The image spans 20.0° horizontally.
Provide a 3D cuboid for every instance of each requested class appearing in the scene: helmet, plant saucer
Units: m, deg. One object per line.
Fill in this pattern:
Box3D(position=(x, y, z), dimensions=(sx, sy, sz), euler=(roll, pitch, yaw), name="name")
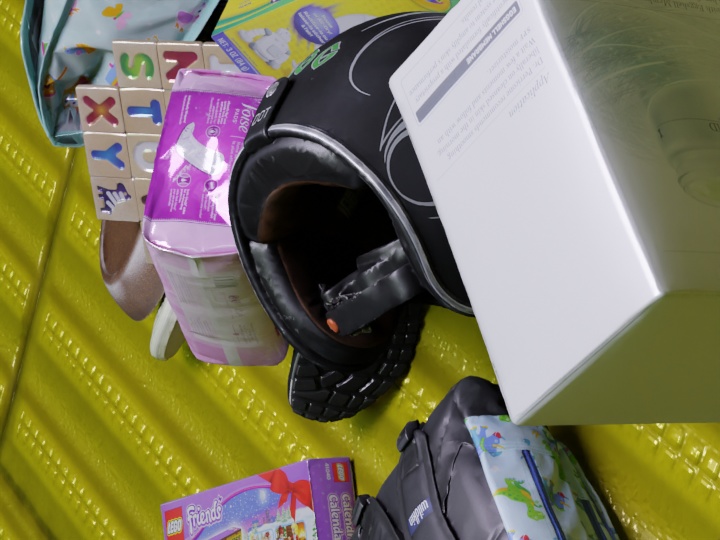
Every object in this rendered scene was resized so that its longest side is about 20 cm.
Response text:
Box3D(position=(0.040, -0.047, 1.149), dimensions=(0.199, 0.190, 0.201), euler=(25, 132, 32), name="helmet")
Box3D(position=(-0.156, -0.064, 1.512), dimensions=(0.200, 0.032, 0.202), euler=(-167, 90, -70), name="plant saucer")

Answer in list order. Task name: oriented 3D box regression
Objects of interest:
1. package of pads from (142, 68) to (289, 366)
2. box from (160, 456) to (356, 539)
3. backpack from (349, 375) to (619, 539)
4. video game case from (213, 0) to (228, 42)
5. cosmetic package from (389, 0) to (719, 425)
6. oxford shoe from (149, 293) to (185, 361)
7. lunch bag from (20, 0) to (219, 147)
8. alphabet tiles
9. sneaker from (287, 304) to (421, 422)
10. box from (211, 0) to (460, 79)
Box3D(position=(-0.079, -0.027, 1.269), dimensions=(0.200, 0.075, 0.122), euler=(78, -160, -67), name="package of pads")
Box3D(position=(-0.069, 0.215, 1.427), dimensions=(0.199, 0.039, 0.138), euler=(-22, 71, 52), name="box")
Box3D(position=(0.085, 0.190, 1.147), dimensions=(0.164, 0.153, 0.201), euler=(-59, 24, 26), name="backpack")
Box3D(position=(-0.086, -0.192, 1.437), dimensions=(0.143, 0.018, 0.202), euler=(-139, 55, -78), name="video game case")
Box3D(position=(0.149, -0.039, 1.003), dimensions=(0.123, 0.198, 0.201), euler=(-45, 54, 43), name="cosmetic package")
Box3D(position=(-0.105, -0.002, 1.473), dimensions=(0.076, 0.057, 0.201), euler=(-81, 15, -49), name="oxford shoe")
Box3D(position=(-0.183, -0.209, 1.507), dimensions=(0.200, 0.121, 0.171), euler=(-53, 28, 37), name="lunch bag")
Box3D(position=(-0.096, -0.075, 1.380), dimensions=(0.198, 0.006, 0.168), euler=(4, 118, 19), name="alphabet tiles")
Box3D(position=(0.000, 0.000, 1.332), dimensions=(0.201, 0.075, 0.088), euler=(-68, 26, 20), name="sneaker")
Box3D(position=(0.021, -0.144, 1.231), dimensions=(0.199, 0.117, 0.049), euler=(-19, 36, 37), name="box")
